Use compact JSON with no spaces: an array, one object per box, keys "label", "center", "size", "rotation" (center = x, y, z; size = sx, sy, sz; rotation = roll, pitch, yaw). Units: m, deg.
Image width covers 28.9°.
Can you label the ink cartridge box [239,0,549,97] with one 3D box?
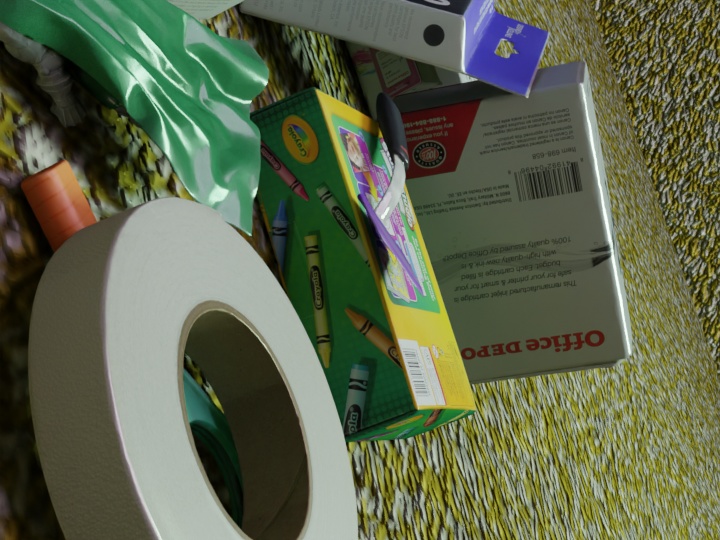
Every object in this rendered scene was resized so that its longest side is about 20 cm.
[{"label":"ink cartridge box","center":[0.037,-0.190,0.976],"size":[0.198,0.199,0.044],"rotation":[-63,171,-65]}]

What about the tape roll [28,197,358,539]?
[{"label":"tape roll","center":[-0.061,0.068,0.573],"size":[0.203,0.037,0.203],"rotation":[53,26,-40]}]

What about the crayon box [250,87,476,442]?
[{"label":"crayon box","center":[0.000,0.000,0.845],"size":[0.119,0.058,0.201],"rotation":[15,55,-68]}]

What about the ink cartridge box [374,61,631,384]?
[{"label":"ink cartridge box","center":[0.105,-0.031,0.984],"size":[0.084,0.144,0.201],"rotation":[-59,138,-69]}]

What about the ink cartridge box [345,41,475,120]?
[{"label":"ink cartridge box","center":[0.053,-0.167,1.145],"size":[0.144,0.084,0.201],"rotation":[1,70,-71]}]

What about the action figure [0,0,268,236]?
[{"label":"action figure","center":[-0.119,-0.103,0.628],"size":[0.200,0.055,0.119],"rotation":[36,38,-47]}]

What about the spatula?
[{"label":"spatula","center":[0.019,-0.054,0.829],"size":[0.057,0.020,0.200],"rotation":[54,21,-30]}]

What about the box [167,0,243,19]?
[{"label":"box","center":[-0.053,-0.242,0.730],"size":[0.153,0.199,0.106],"rotation":[67,22,0]}]

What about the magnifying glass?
[{"label":"magnifying glass","center":[-0.089,0.048,0.597],"size":[0.201,0.022,0.080],"rotation":[64,19,-12]}]
